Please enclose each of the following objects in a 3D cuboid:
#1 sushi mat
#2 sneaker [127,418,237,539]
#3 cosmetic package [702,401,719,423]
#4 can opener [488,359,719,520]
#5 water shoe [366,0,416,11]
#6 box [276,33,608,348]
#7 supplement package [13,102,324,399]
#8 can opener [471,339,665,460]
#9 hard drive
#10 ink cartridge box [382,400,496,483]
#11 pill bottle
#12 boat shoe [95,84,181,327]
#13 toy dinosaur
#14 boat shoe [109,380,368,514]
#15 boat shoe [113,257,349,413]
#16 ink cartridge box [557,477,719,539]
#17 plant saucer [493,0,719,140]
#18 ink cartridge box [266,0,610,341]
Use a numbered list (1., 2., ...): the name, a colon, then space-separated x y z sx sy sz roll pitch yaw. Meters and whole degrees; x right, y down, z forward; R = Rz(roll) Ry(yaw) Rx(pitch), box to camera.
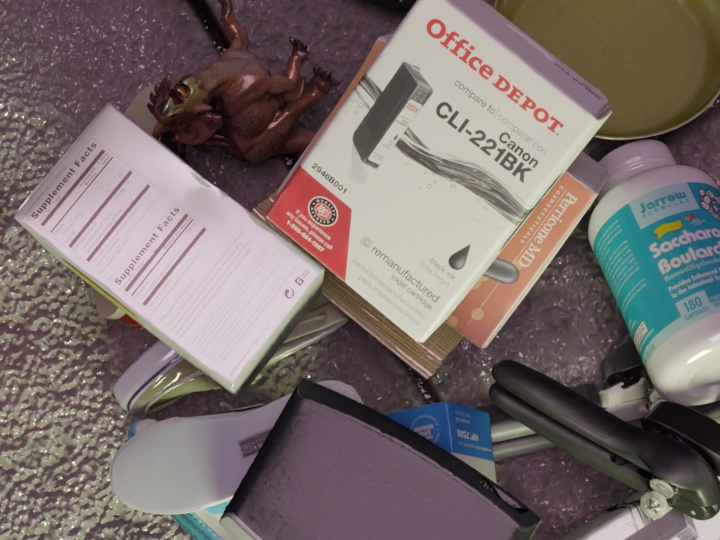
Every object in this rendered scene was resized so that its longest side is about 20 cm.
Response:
1. sushi mat: 0.000 0.000 1.101 0.200 0.012 0.096 39 47 5
2. sneaker: -0.099 0.180 1.079 0.200 0.077 0.081 39 67 6
3. cosmetic package: 0.394 0.129 1.026 0.200 0.166 0.168 -31 82 -5
4. can opener: 0.185 0.126 1.026 0.200 0.064 0.079 22 43 24
5. water shoe: -0.017 -0.286 1.155 0.200 0.072 0.079 28 55 6
6. box: 0.066 -0.066 1.053 0.200 0.106 0.152 36 109 6
7. supplement package: -0.138 -0.011 1.012 0.200 0.114 0.110 37 81 4
8. can opener: 0.175 0.107 1.098 0.199 0.053 0.067 -16 47 -3
9. hard drive: 0.012 0.176 0.954 0.200 0.042 0.135 30 85 8
10. ink cartridge box: 0.044 0.210 1.030 0.116 0.067 0.201 -17 68 31
11. pill bottle: 0.246 -0.004 1.061 0.110 0.111 0.200 -18 59 -2
12. boat shoe: -0.170 -0.051 1.116 0.062 0.071 0.201 15 73 -38
13. toy dinosaur: -0.096 -0.125 1.089 0.086 0.200 0.136 27 79 41
14. boat shoe: -0.088 0.132 1.027 0.199 0.068 0.074 -23 77 2
15. boat shoe: -0.102 0.063 1.090 0.200 0.072 0.062 -32 75 -6
16. ink cartridge box: 0.229 0.251 1.052 0.200 0.084 0.145 -31 81 -4
17. plant saucer: 0.206 -0.188 1.124 0.199 0.031 0.201 0 65 0
18. ink cartridge box: 0.054 -0.076 0.944 0.144 0.084 0.200 39 109 5
